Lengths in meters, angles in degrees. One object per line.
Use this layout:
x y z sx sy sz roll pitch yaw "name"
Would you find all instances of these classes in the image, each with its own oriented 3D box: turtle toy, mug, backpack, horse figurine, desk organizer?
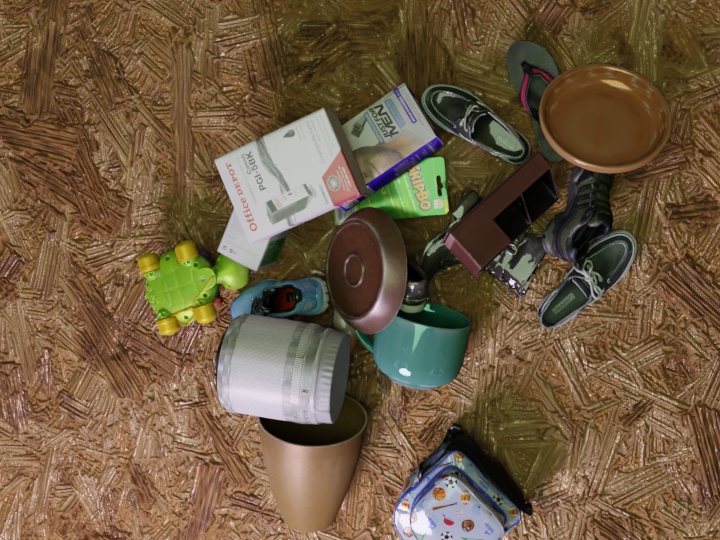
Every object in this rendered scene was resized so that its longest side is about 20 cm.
-0.286 0.020 1.669 0.197 0.101 0.148 -16 92 15 "turtle toy"
0.086 0.118 1.564 0.184 0.150 0.116 27 111 51 "mug"
0.152 0.393 1.576 0.200 0.154 0.191 46 115 3 "backpack"
-0.044 0.086 1.640 0.131 0.050 0.203 13 97 19 "horse figurine"
0.225 -0.087 1.496 0.200 0.072 0.077 -42 83 -10 "desk organizer"

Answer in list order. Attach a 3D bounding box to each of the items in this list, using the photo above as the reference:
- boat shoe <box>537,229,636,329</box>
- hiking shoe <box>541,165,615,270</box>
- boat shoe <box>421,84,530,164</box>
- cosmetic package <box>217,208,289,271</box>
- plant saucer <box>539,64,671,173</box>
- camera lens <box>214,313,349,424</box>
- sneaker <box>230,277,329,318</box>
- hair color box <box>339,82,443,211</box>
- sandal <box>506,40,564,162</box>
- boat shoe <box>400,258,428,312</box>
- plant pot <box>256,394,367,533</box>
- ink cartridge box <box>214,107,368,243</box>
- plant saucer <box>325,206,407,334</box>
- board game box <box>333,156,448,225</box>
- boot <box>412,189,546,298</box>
0.356 0.016 1.515 0.199 0.068 0.074 -41 86 15 "boat shoe"
0.362 -0.099 1.474 0.101 0.075 0.202 38 107 53 "hiking shoe"
0.186 -0.239 1.528 0.198 0.071 0.073 30 95 7 "boat shoe"
-0.156 -0.112 1.618 0.084 0.108 0.202 26 103 9 "cosmetic package"
0.368 -0.226 1.456 0.196 0.038 0.203 0 60 1 "plant saucer"
-0.128 0.160 1.558 0.197 0.160 0.163 7 98 10 "camera lens"
-0.152 0.048 1.625 0.198 0.089 0.080 -14 81 35 "sneaker"
0.022 -0.199 1.565 0.199 0.065 0.110 -34 76 11 "hair color box"
0.288 -0.270 1.514 0.074 0.045 0.203 -20 91 16 "sandal"
0.040 -0.014 1.564 0.201 0.071 0.061 42 135 34 "boat shoe"
-0.083 0.333 1.623 0.183 0.187 0.203 8 112 14 "plant pot"
-0.108 -0.148 1.506 0.198 0.083 0.149 -23 93 12 "ink cartridge box"
0.000 0.000 1.529 0.199 0.034 0.204 1 91 52 "plant saucer"
0.049 -0.132 1.601 0.197 0.030 0.097 -4 93 18 "board game box"
0.197 -0.013 1.554 0.173 0.069 0.201 38 102 8 "boot"
